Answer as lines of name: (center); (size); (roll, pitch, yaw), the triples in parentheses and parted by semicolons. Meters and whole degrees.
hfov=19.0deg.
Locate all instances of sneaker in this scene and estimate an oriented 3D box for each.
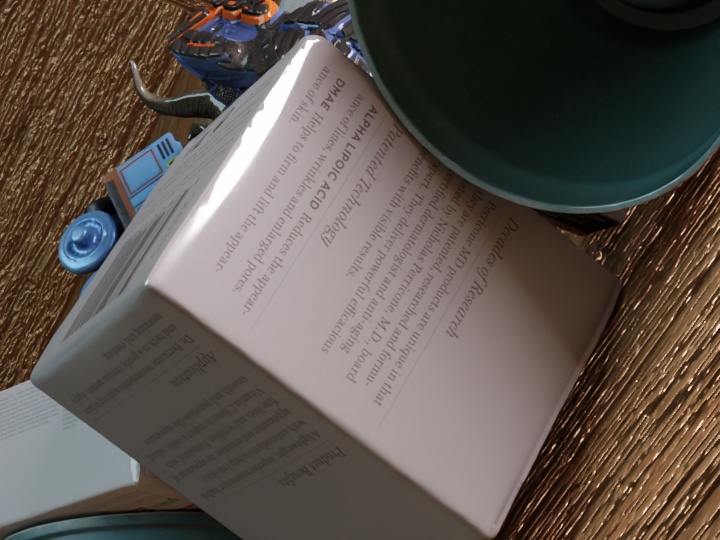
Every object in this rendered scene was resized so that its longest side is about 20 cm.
sneaker: (-0.030, -0.110, 1.239); (0.075, 0.078, 0.200); (-46, 35, -12)

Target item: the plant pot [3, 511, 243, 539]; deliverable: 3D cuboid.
plant pot: (-0.100, 0.245, 1.180); (0.200, 0.200, 0.188); (136, 135, -63)

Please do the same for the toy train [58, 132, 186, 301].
toy train: (-0.117, 0.010, 1.377); (0.114, 0.087, 0.200); (-36, 49, 9)

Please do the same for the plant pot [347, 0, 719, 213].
plant pot: (0.112, -0.143, 0.992); (0.134, 0.200, 0.200); (-39, -15, -50)

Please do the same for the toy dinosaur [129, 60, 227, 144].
toy dinosaur: (-0.056, -0.077, 1.357); (0.077, 0.200, 0.102); (-42, 3, -22)

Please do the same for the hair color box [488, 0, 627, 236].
hair color box: (0.109, -0.132, 1.111); (0.064, 0.111, 0.200); (154, 138, -74)

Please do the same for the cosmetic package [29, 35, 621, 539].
cosmetic package: (-0.018, 0.030, 1.049); (0.165, 0.200, 0.165); (-32, 23, 57)

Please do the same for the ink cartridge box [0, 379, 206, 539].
ink cartridge box: (-0.111, 0.111, 1.207); (0.200, 0.175, 0.084); (-21, 62, 44)

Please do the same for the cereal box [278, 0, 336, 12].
cereal box: (-0.015, -0.177, 1.355); (0.200, 0.039, 0.144); (141, 148, -68)
